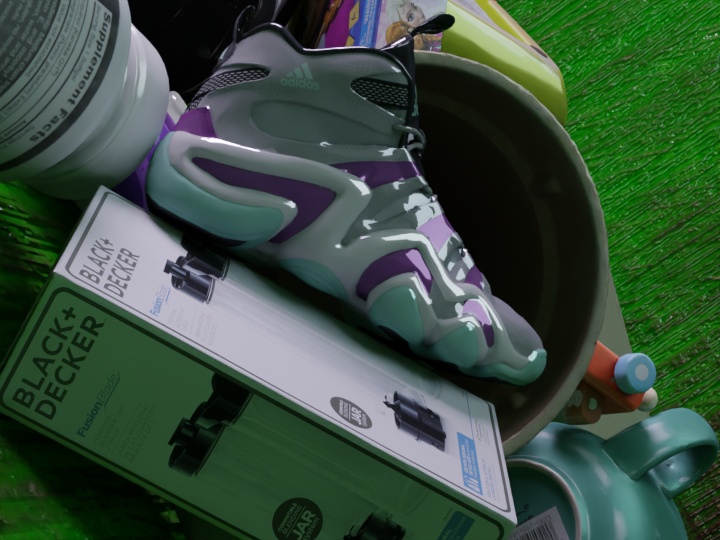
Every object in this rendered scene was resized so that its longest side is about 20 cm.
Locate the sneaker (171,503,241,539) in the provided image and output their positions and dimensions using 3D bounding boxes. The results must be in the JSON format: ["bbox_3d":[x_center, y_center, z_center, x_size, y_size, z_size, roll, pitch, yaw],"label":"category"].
[{"bbox_3d":[-0.023,0.114,0.729,0.092,0.075,0.200,57,8,24],"label":"sneaker"}]

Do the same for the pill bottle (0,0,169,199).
[{"bbox_3d":[-0.158,-0.101,0.618,0.200,0.110,0.111,40,20,-59],"label":"pill bottle"}]

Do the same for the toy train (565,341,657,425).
[{"bbox_3d":[0.080,0.058,0.974,0.150,0.056,0.199,38,-20,-21],"label":"toy train"}]

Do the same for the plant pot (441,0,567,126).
[{"bbox_3d":[0.020,-0.122,1.120,0.198,0.182,0.200,26,18,-28],"label":"plant pot"}]

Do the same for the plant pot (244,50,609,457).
[{"bbox_3d":[0.000,0.000,0.832,0.201,0.200,0.183,55,-16,-9],"label":"plant pot"}]

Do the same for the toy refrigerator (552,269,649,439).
[{"bbox_3d":[0.127,0.041,1.059,0.076,0.070,0.202,17,-50,57],"label":"toy refrigerator"}]

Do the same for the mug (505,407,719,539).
[{"bbox_3d":[0.116,0.155,0.961,0.151,0.187,0.114,12,-13,32],"label":"mug"}]

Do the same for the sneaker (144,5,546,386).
[{"bbox_3d":[0.019,-0.045,0.702,0.199,0.141,0.078,29,-9,-16],"label":"sneaker"}]

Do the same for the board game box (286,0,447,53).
[{"bbox_3d":[-0.002,-0.170,0.916,0.041,0.199,0.203,14,72,-19],"label":"board game box"}]

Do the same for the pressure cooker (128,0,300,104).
[{"bbox_3d":[-0.108,-0.200,0.888,0.174,0.180,0.200,25,26,-4],"label":"pressure cooker"}]

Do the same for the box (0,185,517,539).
[{"bbox_3d":[-0.040,0.053,0.638,0.199,0.060,0.117,29,17,-8],"label":"box"}]

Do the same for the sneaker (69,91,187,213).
[{"bbox_3d":[-0.152,-0.084,0.759,0.201,0.081,0.083,52,26,10],"label":"sneaker"}]
